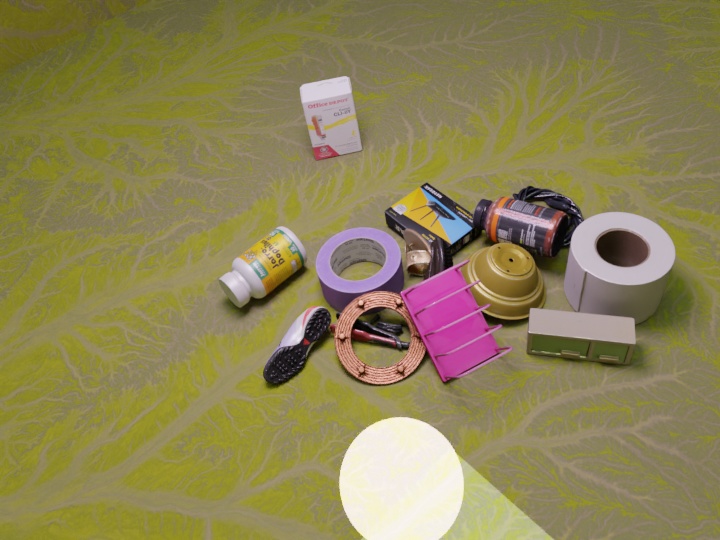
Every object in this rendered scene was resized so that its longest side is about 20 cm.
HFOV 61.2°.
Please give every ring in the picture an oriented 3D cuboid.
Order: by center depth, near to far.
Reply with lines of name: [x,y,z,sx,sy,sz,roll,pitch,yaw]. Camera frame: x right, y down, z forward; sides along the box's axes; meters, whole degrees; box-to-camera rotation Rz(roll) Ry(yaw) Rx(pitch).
ring: [0.042,0.139,1.283,0.198,0.019,0.203,-2,69,4]

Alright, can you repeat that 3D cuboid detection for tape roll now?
tape roll: [0.537,-0.003,1.276,0.200,0.140,0.204,-6,49,7]
tape roll: [0.000,0.000,1.415,0.198,0.085,0.201,-6,48,7]

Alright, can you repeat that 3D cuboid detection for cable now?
cable: [0.450,-0.140,1.473,0.161,0.051,0.201,-6,48,5]

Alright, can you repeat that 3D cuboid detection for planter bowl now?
planter bowl: [0.318,0.001,1.323,0.198,0.084,0.202,4,48,-4]

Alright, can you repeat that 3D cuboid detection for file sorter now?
file sorter: [0.192,0.098,1.204,0.138,0.125,0.202,-25,84,-11]

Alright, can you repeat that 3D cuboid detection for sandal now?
sandal: [0.140,-0.014,1.406,0.069,0.078,0.212,-31,57,-17]

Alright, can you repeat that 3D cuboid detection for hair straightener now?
hair straightener: [0.036,0.121,1.330,0.198,0.041,0.077,9,52,19]

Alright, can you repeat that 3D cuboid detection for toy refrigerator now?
toy refrigerator: [0.437,0.134,1.219,0.198,0.076,0.070,5,50,14]

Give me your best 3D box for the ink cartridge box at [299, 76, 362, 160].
ink cartridge box: [-0.083,-0.429,1.727,0.144,0.201,0.084,-11,48,1]

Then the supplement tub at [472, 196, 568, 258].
supplement tub: [0.357,-0.105,1.376,0.199,0.108,0.107,21,56,30]

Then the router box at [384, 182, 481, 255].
router box: [0.179,-0.119,1.503,0.149,0.051,0.200,-36,54,-19]

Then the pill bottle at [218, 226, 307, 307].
pill bottle: [-0.233,-0.006,1.445,0.200,0.113,0.112,-39,53,-22]

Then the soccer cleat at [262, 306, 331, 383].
soccer cleat: [-0.144,0.160,1.326,0.201,0.068,0.073,-52,25,-18]

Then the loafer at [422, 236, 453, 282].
loafer: [0.160,0.027,1.324,0.071,0.073,0.202,-4,79,25]
